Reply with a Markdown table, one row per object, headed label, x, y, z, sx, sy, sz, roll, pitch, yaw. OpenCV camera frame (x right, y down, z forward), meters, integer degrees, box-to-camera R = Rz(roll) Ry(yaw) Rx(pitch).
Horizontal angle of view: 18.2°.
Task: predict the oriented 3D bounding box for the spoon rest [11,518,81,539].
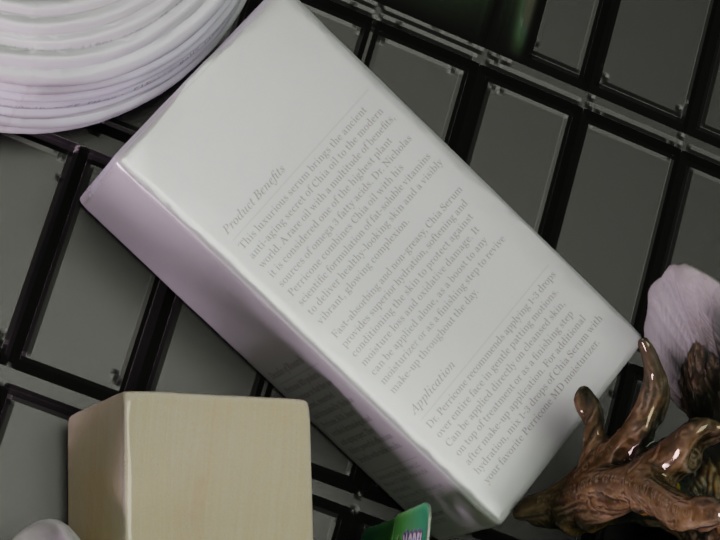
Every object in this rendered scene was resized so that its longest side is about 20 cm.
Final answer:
| label | x | y | z | sx | sy | sz | roll | pitch | yaw |
| --- | --- | --- | --- | --- | --- | --- | --- | --- | --- |
| spoon rest | -0.116 | 0.169 | 0.751 | 0.060 | 0.099 | 0.201 | 25 | 33 | -32 |

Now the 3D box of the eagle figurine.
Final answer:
| label | x | y | z | sx | sy | sz | roll | pitch | yaw |
| --- | --- | --- | --- | --- | --- | --- | --- | --- | --- |
| eagle figurine | 0.162 | 0.108 | 0.848 | 0.199 | 0.151 | 0.152 | 20 | 27 | -24 |

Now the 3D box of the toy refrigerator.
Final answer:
| label | x | y | z | sx | sy | sz | roll | pitch | yaw |
| --- | --- | --- | --- | --- | --- | --- | --- | --- | --- |
| toy refrigerator | -0.063 | 0.150 | 0.824 | 0.075 | 0.070 | 0.202 | 4 | 77 | -26 |

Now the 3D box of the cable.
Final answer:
| label | x | y | z | sx | sy | sz | roll | pitch | yaw |
| --- | --- | --- | --- | --- | --- | --- | --- | --- | --- |
| cable | -0.129 | -0.154 | 0.869 | 0.198 | 0.069 | 0.202 | 8 | 75 | -18 |

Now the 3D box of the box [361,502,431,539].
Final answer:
| label | x | y | z | sx | sy | sz | roll | pitch | yaw |
| --- | --- | --- | --- | --- | --- | --- | --- | --- | --- |
| box | 0.043 | 0.186 | 0.825 | 0.048 | 0.117 | 0.202 | -11 | 81 | -15 |

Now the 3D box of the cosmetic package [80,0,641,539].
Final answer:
| label | x | y | z | sx | sy | sz | roll | pitch | yaw |
| --- | --- | --- | --- | --- | --- | --- | --- | --- | --- |
| cosmetic package | 0.000 | 0.000 | 0.878 | 0.200 | 0.071 | 0.102 | 44 | 68 | -6 |
